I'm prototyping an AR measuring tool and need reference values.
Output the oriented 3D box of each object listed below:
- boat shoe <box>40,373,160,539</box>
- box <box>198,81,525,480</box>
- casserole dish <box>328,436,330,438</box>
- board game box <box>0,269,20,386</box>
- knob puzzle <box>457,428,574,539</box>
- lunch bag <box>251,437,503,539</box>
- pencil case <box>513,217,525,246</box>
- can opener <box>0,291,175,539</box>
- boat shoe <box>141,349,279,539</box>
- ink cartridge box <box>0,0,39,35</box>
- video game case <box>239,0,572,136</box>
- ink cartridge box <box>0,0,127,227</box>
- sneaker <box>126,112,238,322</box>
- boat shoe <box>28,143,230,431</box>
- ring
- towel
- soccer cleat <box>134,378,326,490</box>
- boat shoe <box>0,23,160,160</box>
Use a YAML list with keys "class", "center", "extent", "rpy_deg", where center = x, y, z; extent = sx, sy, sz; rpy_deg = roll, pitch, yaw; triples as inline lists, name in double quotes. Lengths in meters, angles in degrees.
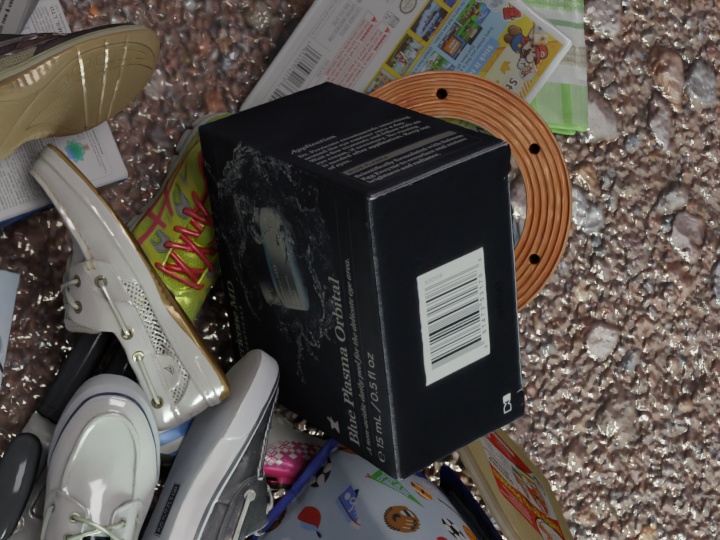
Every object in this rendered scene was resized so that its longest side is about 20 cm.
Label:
- class: "boat shoe"
  center: [-0.169, 0.168, 0.899]
  extent: [0.072, 0.067, 0.203]
  rpy_deg: [5, 115, -14]
- class: "box"
  center: [0.000, 0.000, 0.932]
  extent: [0.116, 0.199, 0.199]
  rpy_deg: [-22, 119, -30]
- class: "casserole dish"
  center: [-0.016, 0.065, 1.086]
  extent: [0.200, 0.039, 0.122]
  rpy_deg: [46, 62, -18]
- class: "board game box"
  center: [-0.331, 0.080, 0.885]
  extent: [0.198, 0.043, 0.202]
  rpy_deg: [15, 73, -29]
- class: "knob puzzle"
  center: [0.119, 0.190, 1.069]
  extent: [0.030, 0.220, 0.221]
  rpy_deg: [-34, 104, 11]
- class: "lunch bag"
  center: [0.049, 0.226, 1.005]
  extent: [0.124, 0.170, 0.199]
  rpy_deg: [-48, 137, 10]
- class: "pencil case"
  center: [0.074, -0.079, 1.134]
  extent: [0.082, 0.090, 0.203]
  rpy_deg: [-24, 94, -32]
- class: "can opener"
  center: [-0.191, 0.093, 0.935]
  extent: [0.053, 0.067, 0.202]
  rpy_deg: [29, 85, -3]
- class: "boat shoe"
  center: [-0.092, 0.155, 0.937]
  extent: [0.067, 0.072, 0.202]
  rpy_deg: [28, 76, -22]
- class: "ink cartridge box"
  center: [-0.284, -0.247, 0.888]
  extent: [0.198, 0.084, 0.146]
  rpy_deg: [26, 36, -13]
- class: "video game case"
  center: [0.034, -0.149, 1.077]
  extent: [0.181, 0.023, 0.201]
  rpy_deg: [36, 95, -2]
- class: "ink cartridge box"
  center: [-0.264, -0.090, 0.904]
  extent: [0.199, 0.076, 0.138]
  rpy_deg: [-27, 96, -51]
- class: "sneaker"
  center: [-0.119, -0.034, 1.008]
  extent: [0.078, 0.090, 0.203]
  rpy_deg: [27, 71, -27]
- class: "boat shoe"
  center: [-0.162, 0.016, 0.896]
  extent: [0.069, 0.071, 0.201]
  rpy_deg: [-33, 101, -6]
- class: "ring"
  center: [0.062, -0.050, 1.065]
  extent: [0.197, 0.019, 0.204]
  rpy_deg: [0, 95, 2]
- class: "towel"
  center: [0.136, -0.225, 1.236]
  extent: [0.147, 0.031, 0.203]
  rpy_deg: [3, 83, -29]
- class: "soccer cleat"
  center: [-0.088, 0.112, 1.015]
  extent: [0.198, 0.070, 0.088]
  rpy_deg: [11, 77, -29]
- class: "boat shoe"
  center: [-0.210, -0.115, 0.855]
  extent: [0.065, 0.073, 0.199]
  rpy_deg: [37, 48, 22]
